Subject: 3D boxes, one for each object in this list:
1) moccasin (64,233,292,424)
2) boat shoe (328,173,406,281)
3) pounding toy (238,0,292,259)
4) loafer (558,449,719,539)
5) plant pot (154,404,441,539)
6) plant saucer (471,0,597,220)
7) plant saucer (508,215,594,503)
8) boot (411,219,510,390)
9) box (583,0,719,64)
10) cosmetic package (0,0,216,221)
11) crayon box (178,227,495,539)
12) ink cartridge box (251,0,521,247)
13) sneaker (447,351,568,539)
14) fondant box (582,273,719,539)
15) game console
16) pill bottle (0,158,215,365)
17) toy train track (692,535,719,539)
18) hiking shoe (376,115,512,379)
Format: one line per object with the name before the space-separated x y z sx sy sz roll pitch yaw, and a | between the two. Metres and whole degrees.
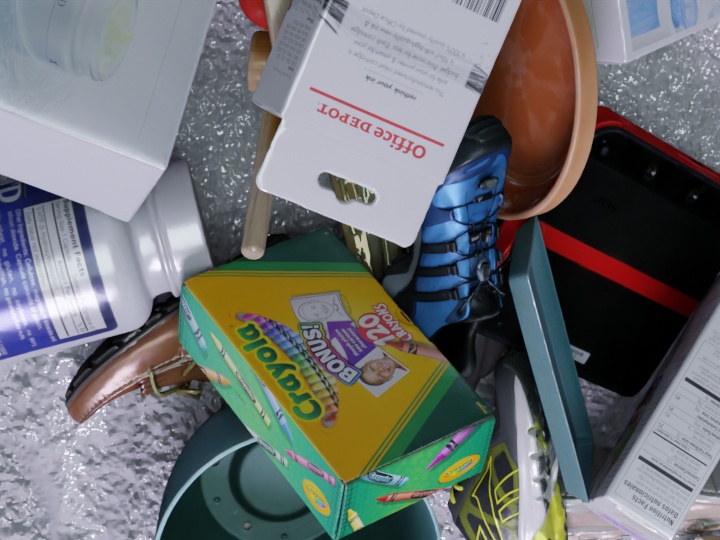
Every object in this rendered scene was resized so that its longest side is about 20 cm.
moccasin | -0.118 0.053 1.335 0.200 0.074 0.078 -32 101 -7
boat shoe | 0.000 0.000 1.329 0.062 0.073 0.203 0 104 -5
pounding toy | -0.030 -0.140 1.221 0.141 0.184 0.202 -11 109 -4
loafer | 0.227 0.171 1.422 0.198 0.072 0.063 -3 126 0
plant pot | -0.052 0.176 1.331 0.198 0.161 0.203 -2 108 -7
plant saucer | 0.096 -0.135 1.239 0.032 0.200 0.203 -13 111 -28
plant saucer | 0.131 0.064 1.285 0.019 0.070 0.201 -8 124 17
boot | 0.108 0.049 1.363 0.137 0.078 0.202 -5 117 -18
box | 0.159 -0.250 1.233 0.112 0.101 0.202 -26 113 -35
cosmetic package | -0.197 -0.168 1.179 0.198 0.123 0.201 20 70 -15
crayon box | -0.019 0.069 1.221 0.118 0.200 0.059 -21 141 -28
ink cartridge box | 0.013 -0.130 1.116 0.115 0.068 0.202 21 96 -23
sneaker | 0.100 0.152 1.349 0.084 0.075 0.202 3 114 19
fondant box | 0.235 0.091 1.319 0.058 0.144 0.201 33 83 5
game console | 0.176 -0.011 1.332 0.199 0.031 0.178 23 105 -38
pill bottle | -0.202 -0.008 1.275 0.198 0.120 0.121 -15 109 -3
toy train track | 0.312 0.196 1.400 0.114 0.033 0.200 7 140 -47
hiking shoe | 0.071 -0.012 1.219 0.074 0.087 0.201 -21 146 -30
